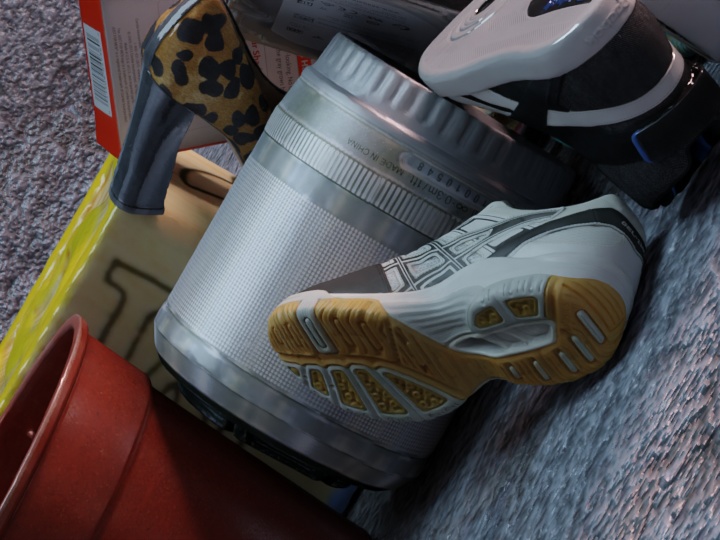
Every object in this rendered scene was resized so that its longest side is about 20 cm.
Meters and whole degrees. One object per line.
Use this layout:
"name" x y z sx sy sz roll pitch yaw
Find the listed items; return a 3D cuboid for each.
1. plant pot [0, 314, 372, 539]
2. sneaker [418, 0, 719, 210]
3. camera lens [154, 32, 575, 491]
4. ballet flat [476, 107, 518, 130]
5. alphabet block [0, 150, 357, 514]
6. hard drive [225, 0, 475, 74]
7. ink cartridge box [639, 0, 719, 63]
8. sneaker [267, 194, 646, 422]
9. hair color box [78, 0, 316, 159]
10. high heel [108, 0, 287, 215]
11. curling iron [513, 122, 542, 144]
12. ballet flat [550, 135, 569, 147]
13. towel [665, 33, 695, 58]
"plant pot" -0.111 0.158 1.503 0.201 0.195 0.201 -57 12 19
"sneaker" 0.101 -0.075 1.332 0.073 0.112 0.200 -46 15 -9
"camera lens" 0.000 0.000 1.487 0.201 0.159 0.160 -60 11 6
"ballet flat" 0.076 -0.096 1.636 0.200 0.070 0.071 -55 12 30
"alphabet block" -0.097 0.059 1.678 0.197 0.199 0.195 -58 11 11
"hard drive" 0.001 -0.140 1.512 0.200 0.139 0.038 139 146 -81
"ink cartridge box" 0.173 -0.212 1.362 0.148 0.085 0.200 -49 22 26
"sneaker" 0.050 0.014 1.360 0.199 0.076 0.088 -7 39 36
"hair color box" -0.055 -0.133 1.650 0.061 0.199 0.102 -144 46 -66
"high heel" -0.031 -0.097 1.550 0.072 0.199 0.143 56 140 36
"curling iron" 0.070 -0.057 1.608 0.026 0.049 0.201 -46 -20 -56
"ballet flat" 0.105 -0.132 1.460 0.200 0.069 0.072 -94 9 -62
"towel" 0.171 -0.157 1.478 0.147 0.022 0.200 -65 13 -17
